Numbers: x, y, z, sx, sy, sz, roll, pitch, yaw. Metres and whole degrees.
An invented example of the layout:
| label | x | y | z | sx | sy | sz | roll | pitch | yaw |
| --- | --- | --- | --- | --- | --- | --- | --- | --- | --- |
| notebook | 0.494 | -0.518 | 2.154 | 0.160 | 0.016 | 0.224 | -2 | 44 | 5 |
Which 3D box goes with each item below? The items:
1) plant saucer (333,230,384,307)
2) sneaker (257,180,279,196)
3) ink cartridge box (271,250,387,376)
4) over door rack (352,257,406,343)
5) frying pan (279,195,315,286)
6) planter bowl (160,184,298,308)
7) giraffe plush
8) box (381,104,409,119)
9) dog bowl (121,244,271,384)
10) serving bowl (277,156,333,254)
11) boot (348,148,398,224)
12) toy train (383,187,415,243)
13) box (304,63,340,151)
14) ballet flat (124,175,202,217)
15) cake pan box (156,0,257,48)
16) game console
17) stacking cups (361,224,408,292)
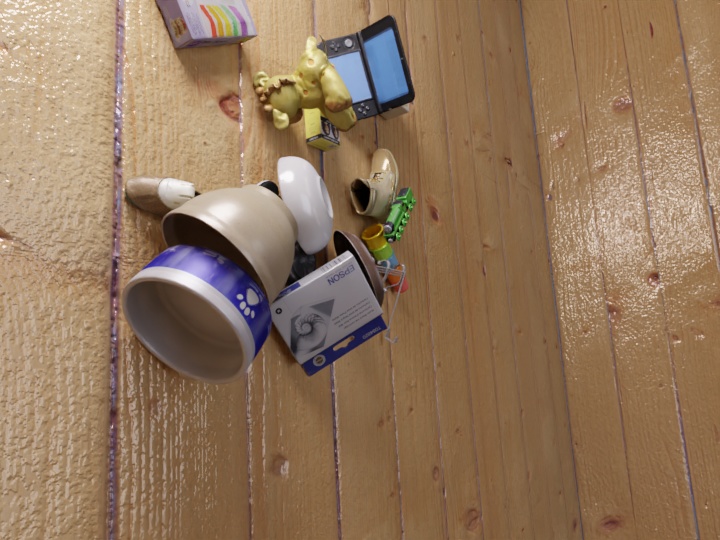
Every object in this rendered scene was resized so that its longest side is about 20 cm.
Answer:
| label | x | y | z | sx | sy | sz | roll | pitch | yaw |
| --- | --- | --- | --- | --- | --- | --- | --- | --- | --- |
| plant saucer | 0.000 | 0.000 | 1.129 | 0.032 | 0.200 | 0.201 | -25 | 107 | -14 |
| sneaker | -0.166 | -0.096 | 0.959 | 0.073 | 0.112 | 0.200 | 52 | 43 | -37 |
| ink cartridge box | -0.060 | 0.095 | 1.027 | 0.199 | 0.041 | 0.200 | -32 | 116 | -8 |
| over door rack | 0.037 | 0.073 | 1.269 | 0.148 | 0.066 | 0.201 | 11 | 86 | -50 |
| frying pan | -0.129 | -0.056 | 1.086 | 0.115 | 0.031 | 0.191 | 13 | 75 | -56 |
| planter bowl | -0.179 | -0.045 | 0.798 | 0.135 | 0.200 | 0.201 | -51 | 124 | -34 |
| giraffe plush | -0.120 | -0.357 | 1.063 | 0.173 | 0.162 | 0.200 | 59 | -2 | 38 |
| box | 0.050 | -0.496 | 1.414 | 0.200 | 0.078 | 0.095 | 13 | 72 | -54 |
| dog bowl | -0.230 | 0.065 | 0.744 | 0.200 | 0.200 | 0.079 | 61 | 36 | -27 |
| serving bowl | -0.098 | -0.135 | 1.041 | 0.200 | 0.066 | 0.201 | -15 | 90 | -83 |
| boot | 0.033 | -0.226 | 1.324 | 0.155 | 0.073 | 0.201 | 8 | 82 | -60 |
| toy train | 0.098 | -0.143 | 1.326 | 0.057 | 0.042 | 0.200 | 65 | 33 | -31 |
| box | -0.091 | -0.383 | 1.200 | 0.075 | 0.050 | 0.201 | 9 | 75 | -54 |
| ballet flat | -0.271 | -0.107 | 0.840 | 0.200 | 0.072 | 0.068 | 28 | 60 | -50 |
| cake pan box | -0.290 | -0.509 | 0.935 | 0.184 | 0.052 | 0.201 | -40 | 115 | -55 |
| game console | 0.010 | -0.473 | 1.242 | 0.175 | 0.116 | 0.201 | -19 | 100 | -12 |
| stacking cups | 0.067 | -0.024 | 1.352 | 0.200 | 0.060 | 0.061 | 62 | 37 | -34 |
